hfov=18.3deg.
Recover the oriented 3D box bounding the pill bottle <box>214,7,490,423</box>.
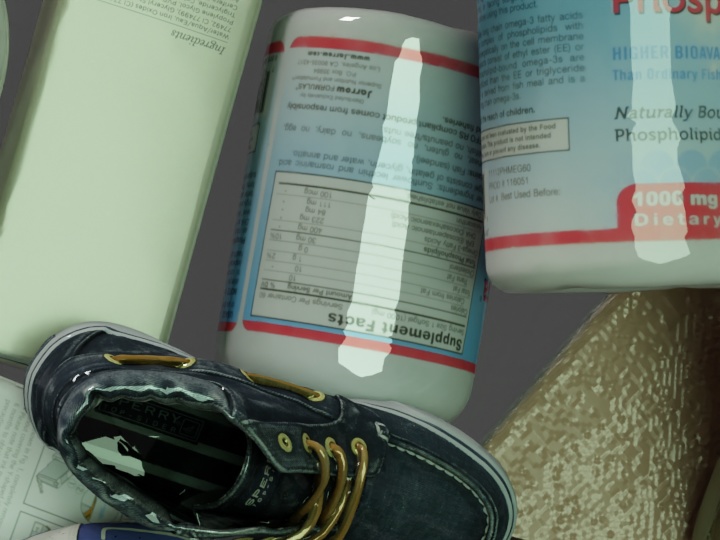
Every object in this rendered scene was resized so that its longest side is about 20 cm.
[{"bbox_3d":[0.000,0.000,0.922,0.109,0.109,0.200,11,86,-17],"label":"pill bottle"}]

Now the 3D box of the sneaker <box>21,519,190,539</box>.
[{"bbox_3d":[-0.140,0.136,0.757,0.199,0.115,0.081,-8,87,-23],"label":"sneaker"}]

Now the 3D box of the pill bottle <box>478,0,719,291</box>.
[{"bbox_3d":[0.099,-0.093,0.851,0.109,0.109,0.200,-2,89,-17],"label":"pill bottle"}]

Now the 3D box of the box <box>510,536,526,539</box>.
[{"bbox_3d":[0.013,0.209,0.941,0.100,0.075,0.200,3,90,-17],"label":"box"}]

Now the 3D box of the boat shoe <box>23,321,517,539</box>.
[{"bbox_3d":[-0.026,0.079,0.819,0.200,0.091,0.071,19,96,-17],"label":"boat shoe"}]

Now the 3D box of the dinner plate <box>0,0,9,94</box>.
[{"bbox_3d":[-0.225,-0.066,0.833,0.200,0.024,0.200,-18,137,-18],"label":"dinner plate"}]

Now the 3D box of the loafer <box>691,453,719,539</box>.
[{"bbox_3d":[0.193,0.075,0.953,0.076,0.068,0.200,-7,127,-14],"label":"loafer"}]

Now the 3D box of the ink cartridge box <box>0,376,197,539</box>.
[{"bbox_3d":[-0.160,0.138,0.834,0.173,0.044,0.200,24,74,-19],"label":"ink cartridge box"}]

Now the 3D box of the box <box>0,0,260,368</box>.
[{"bbox_3d":[-0.100,-0.055,0.906,0.082,0.068,0.200,18,84,-16],"label":"box"}]
